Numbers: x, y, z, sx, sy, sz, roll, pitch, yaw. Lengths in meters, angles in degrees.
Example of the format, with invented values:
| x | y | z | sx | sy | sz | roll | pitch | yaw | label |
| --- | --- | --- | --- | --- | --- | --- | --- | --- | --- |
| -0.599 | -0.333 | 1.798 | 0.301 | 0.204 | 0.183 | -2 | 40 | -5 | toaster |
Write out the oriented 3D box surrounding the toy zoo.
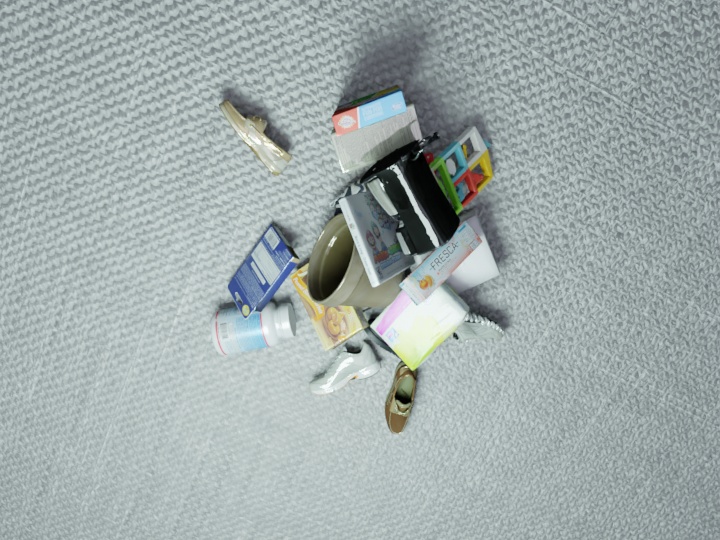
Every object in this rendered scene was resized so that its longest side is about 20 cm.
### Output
| x | y | z | sx | sy | sz | roll | pitch | yaw | label |
| --- | --- | --- | --- | --- | --- | --- | --- | --- | --- |
| 0.230 | -0.224 | 1.319 | 0.200 | 0.020 | 0.133 | -43 | 121 | -25 | toy zoo |

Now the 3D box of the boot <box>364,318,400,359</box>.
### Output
| x | y | z | sx | sy | sz | roll | pitch | yaw | label |
| --- | --- | --- | --- | --- | --- | --- | --- | --- | --- |
| 0.123 | 0.136 | 1.479 | 0.196 | 0.074 | 0.164 | 35 | 108 | -17 | boot |

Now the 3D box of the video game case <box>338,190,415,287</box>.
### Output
| x | y | z | sx | sy | sz | roll | pitch | yaw | label |
| --- | --- | --- | --- | --- | --- | --- | --- | --- | --- |
| 0.040 | -0.078 | 1.255 | 0.023 | 0.199 | 0.187 | -21 | 92 | 30 | video game case |

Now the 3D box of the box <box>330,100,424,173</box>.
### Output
| x | y | z | sx | sy | sz | roll | pitch | yaw | label |
| --- | --- | --- | --- | --- | --- | --- | --- | --- | --- |
| 0.038 | -0.298 | 1.327 | 0.193 | 0.078 | 0.098 | -17 | 109 | 7 | box |

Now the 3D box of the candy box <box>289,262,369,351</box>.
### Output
| x | y | z | sx | sy | sz | roll | pitch | yaw | label |
| --- | --- | --- | --- | --- | --- | --- | --- | --- | --- |
| -0.075 | 0.072 | 1.422 | 0.113 | 0.055 | 0.205 | -30 | 79 | 17 | candy box |

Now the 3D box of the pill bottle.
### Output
| x | y | z | sx | sy | sz | roll | pitch | yaw | label |
| --- | --- | --- | --- | --- | --- | --- | --- | --- | --- |
| -0.261 | 0.139 | 1.468 | 0.193 | 0.109 | 0.112 | -10 | 109 | 5 | pill bottle |

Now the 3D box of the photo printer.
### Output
| x | y | z | sx | sy | sz | roll | pitch | yaw | label |
| --- | --- | --- | --- | --- | --- | --- | --- | --- | --- |
| 0.214 | -0.026 | 1.417 | 0.195 | 0.070 | 0.171 | -24 | 100 | 9 | photo printer |

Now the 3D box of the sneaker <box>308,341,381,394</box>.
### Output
| x | y | z | sx | sy | sz | roll | pitch | yaw | label |
| --- | --- | --- | --- | --- | --- | --- | --- | --- | --- |
| -0.049 | 0.244 | 1.527 | 0.194 | 0.076 | 0.095 | -23 | 100 | 1 | sneaker |

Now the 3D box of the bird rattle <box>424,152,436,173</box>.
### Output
| x | y | z | sx | sy | sz | roll | pitch | yaw | label |
| --- | --- | --- | --- | --- | --- | --- | --- | --- | --- |
| 0.117 | -0.162 | 1.344 | 0.159 | 0.114 | 0.204 | -24 | 113 | 14 | bird rattle |

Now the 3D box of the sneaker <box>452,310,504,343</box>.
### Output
| x | y | z | sx | sy | sz | roll | pitch | yaw | label |
| --- | --- | --- | --- | --- | --- | --- | --- | --- | --- |
| 0.268 | 0.140 | 1.453 | 0.195 | 0.075 | 0.084 | 21 | 90 | -26 | sneaker |

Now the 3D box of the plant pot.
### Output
| x | y | z | sx | sy | sz | roll | pitch | yaw | label |
| --- | --- | --- | --- | --- | --- | --- | --- | --- | --- |
| 0.000 | 0.000 | 1.321 | 0.170 | 0.201 | 0.203 | 22 | 110 | -29 | plant pot |

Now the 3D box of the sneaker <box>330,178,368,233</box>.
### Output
| x | y | z | sx | sy | sz | roll | pitch | yaw | label |
| --- | --- | --- | --- | --- | --- | --- | --- | --- | --- |
| -0.002 | -0.101 | 1.400 | 0.126 | 0.080 | 0.202 | -22 | 117 | 19 | sneaker |

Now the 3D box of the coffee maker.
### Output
| x | y | z | sx | sy | sz | roll | pitch | yaw | label |
| --- | --- | --- | --- | --- | --- | --- | --- | --- | --- |
| 0.118 | -0.145 | 1.217 | 0.134 | 0.190 | 0.203 | -43 | 108 | -24 | coffee maker |

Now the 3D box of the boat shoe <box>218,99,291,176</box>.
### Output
| x | y | z | sx | sy | sz | roll | pitch | yaw | label |
| --- | --- | --- | --- | --- | --- | --- | --- | --- | --- |
| -0.233 | -0.310 | 1.338 | 0.069 | 0.074 | 0.201 | -41 | 105 | 2 | boat shoe |

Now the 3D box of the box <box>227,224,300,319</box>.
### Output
| x | y | z | sx | sy | sz | roll | pitch | yaw | label |
| --- | --- | --- | --- | --- | --- | --- | --- | --- | --- |
| -0.235 | 0.007 | 1.424 | 0.201 | 0.122 | 0.032 | -50 | 146 | 15 | box |

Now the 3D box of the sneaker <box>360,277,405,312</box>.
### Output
| x | y | z | sx | sy | sz | roll | pitch | yaw | label |
| --- | --- | --- | --- | --- | --- | --- | --- | --- | --- |
| 0.013 | 0.030 | 1.456 | 0.196 | 0.076 | 0.118 | -26 | 95 | 7 | sneaker |

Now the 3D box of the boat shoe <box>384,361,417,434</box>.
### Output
| x | y | z | sx | sy | sz | roll | pitch | yaw | label |
| --- | --- | --- | --- | --- | --- | --- | --- | --- | --- |
| 0.104 | 0.338 | 1.547 | 0.073 | 0.074 | 0.207 | 7 | 109 | -1 | boat shoe |

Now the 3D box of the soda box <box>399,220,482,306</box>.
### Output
| x | y | z | sx | sy | sz | roll | pitch | yaw | label |
| --- | --- | --- | --- | --- | --- | --- | --- | --- | --- |
| 0.177 | -0.016 | 1.305 | 0.199 | 0.068 | 0.064 | -42 | 87 | -20 | soda box |

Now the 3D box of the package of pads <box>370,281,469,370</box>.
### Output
| x | y | z | sx | sy | sz | roll | pitch | yaw | label |
| --- | --- | --- | --- | --- | --- | --- | --- | --- | --- |
| 0.140 | 0.111 | 1.379 | 0.154 | 0.068 | 0.201 | 44 | 110 | 8 | package of pads |

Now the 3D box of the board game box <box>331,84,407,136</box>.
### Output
| x | y | z | sx | sy | sz | roll | pitch | yaw | label |
| --- | --- | --- | --- | --- | --- | --- | --- | --- | --- |
| 0.019 | -0.339 | 1.249 | 0.148 | 0.201 | 0.041 | -18 | 109 | 7 | board game box |
